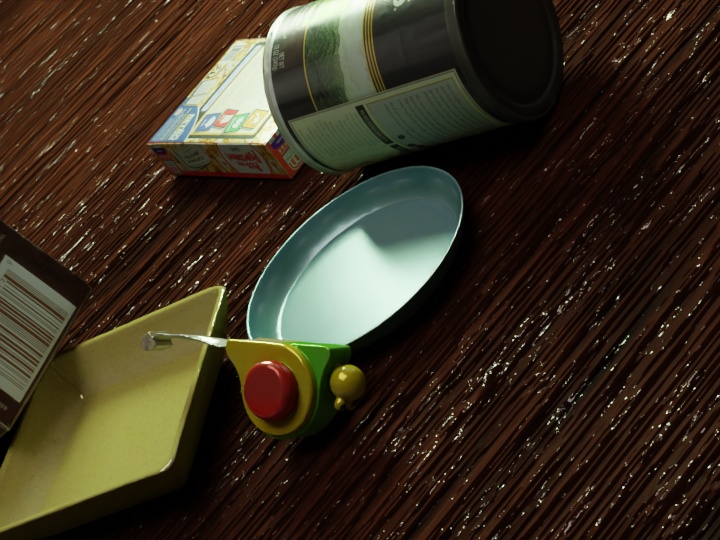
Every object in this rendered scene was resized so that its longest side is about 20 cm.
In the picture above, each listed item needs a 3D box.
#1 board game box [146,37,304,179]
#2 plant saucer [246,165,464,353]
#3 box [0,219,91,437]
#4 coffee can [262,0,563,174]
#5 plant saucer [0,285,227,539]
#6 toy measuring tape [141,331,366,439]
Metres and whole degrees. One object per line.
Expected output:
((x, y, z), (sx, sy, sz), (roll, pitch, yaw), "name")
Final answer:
((-0.093, -0.156, 1.591), (0.199, 0.046, 0.152), (6, 52, 52), "board game box")
((0.000, 0.000, 1.293), (0.199, 0.027, 0.201), (-28, 32, 19), "plant saucer")
((-0.365, 0.063, 1.425), (0.200, 0.164, 0.166), (-36, 23, 45), "box")
((0.041, -0.168, 1.355), (0.199, 0.147, 0.147), (-13, 38, 38), "coffee can")
((-0.188, 0.122, 1.317), (0.199, 0.049, 0.201), (-23, 33, 28), "plant saucer")
((-0.079, 0.083, 1.211), (0.199, 0.074, 0.074), (3, 49, 36), "toy measuring tape")
